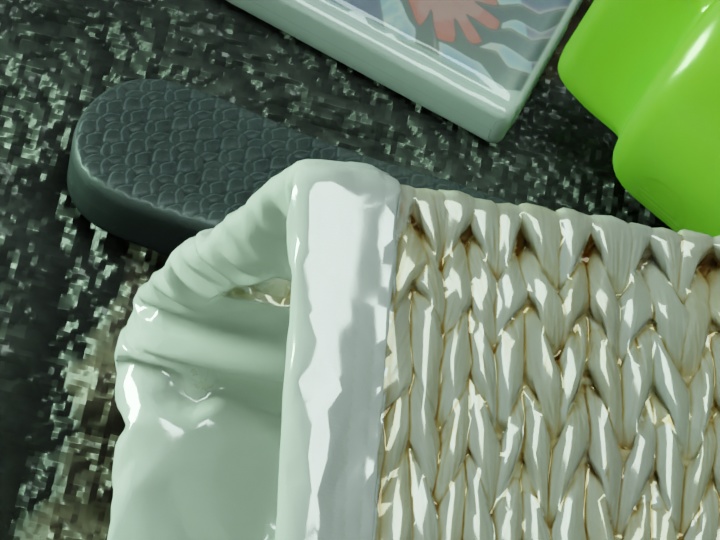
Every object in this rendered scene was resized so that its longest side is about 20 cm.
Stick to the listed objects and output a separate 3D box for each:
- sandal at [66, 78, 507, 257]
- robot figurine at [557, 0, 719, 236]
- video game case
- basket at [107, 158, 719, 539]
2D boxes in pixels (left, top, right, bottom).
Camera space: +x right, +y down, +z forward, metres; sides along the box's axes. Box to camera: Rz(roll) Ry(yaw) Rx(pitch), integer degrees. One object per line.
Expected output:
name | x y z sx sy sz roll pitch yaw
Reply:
sandal | 0.000 -0.001 0.912 0.200 0.043 0.076 28 50 12
robot figurine | 0.164 -0.036 0.923 0.200 0.116 0.175 41 41 10
video game case | 0.000 -0.159 1.007 0.200 0.023 0.182 29 58 2
basket | 0.026 0.089 0.750 0.161 0.198 0.200 5 78 -16
